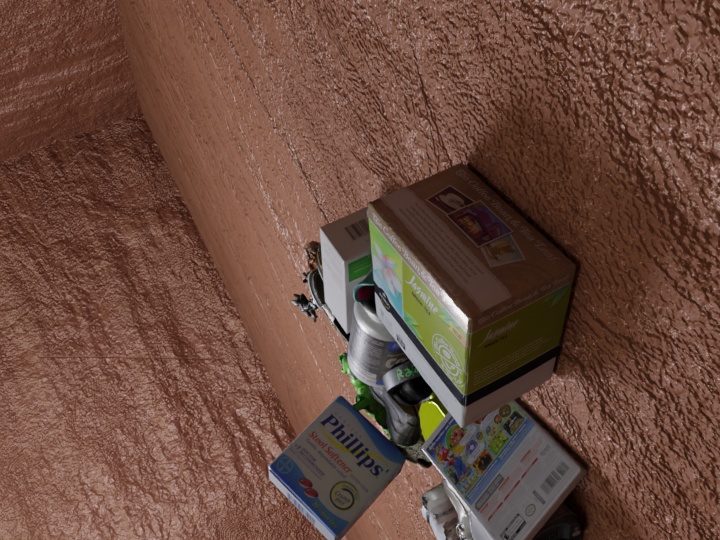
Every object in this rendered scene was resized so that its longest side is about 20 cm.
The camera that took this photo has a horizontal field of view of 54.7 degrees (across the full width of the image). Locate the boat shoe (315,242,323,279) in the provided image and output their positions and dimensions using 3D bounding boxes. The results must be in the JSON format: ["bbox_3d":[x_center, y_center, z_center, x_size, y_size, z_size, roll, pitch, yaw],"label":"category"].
[{"bbox_3d":[-0.028,0.029,1.294,0.202,0.071,0.061,56,165,31],"label":"boat shoe"}]

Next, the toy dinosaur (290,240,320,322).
[{"bbox_3d":[-0.074,0.043,1.449,0.136,0.101,0.202,-42,50,55],"label":"toy dinosaur"}]

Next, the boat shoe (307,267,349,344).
[{"bbox_3d":[-0.032,0.080,1.374,0.202,0.071,0.061,55,171,-7],"label":"boat shoe"}]

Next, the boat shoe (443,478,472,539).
[{"bbox_3d":[0.194,0.436,1.169,0.200,0.065,0.072,52,161,23],"label":"boat shoe"}]

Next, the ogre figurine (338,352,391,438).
[{"bbox_3d":[0.023,0.260,1.427,0.120,0.097,0.202,122,134,-83],"label":"ogre figurine"}]

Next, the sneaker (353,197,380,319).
[{"bbox_3d":[0.034,-0.005,0.975,0.201,0.120,0.084,59,144,16],"label":"sneaker"}]

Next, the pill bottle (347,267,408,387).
[{"bbox_3d":[0.042,0.087,1.099,0.114,0.113,0.201,55,154,32],"label":"pill bottle"}]

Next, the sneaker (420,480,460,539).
[{"bbox_3d":[0.169,0.465,1.298,0.115,0.075,0.201,56,165,28],"label":"sneaker"}]

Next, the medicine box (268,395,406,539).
[{"bbox_3d":[-0.045,0.380,1.335,0.182,0.200,0.103,40,155,17],"label":"medicine box"}]

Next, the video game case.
[{"bbox_3d":[0.177,0.244,0.904,0.018,0.144,0.200,29,-169,-41],"label":"video game case"}]

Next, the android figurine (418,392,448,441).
[{"bbox_3d":[0.153,0.272,1.079,0.200,0.041,0.183,54,154,34],"label":"android figurine"}]

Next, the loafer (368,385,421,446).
[{"bbox_3d":[0.069,0.226,1.297,0.201,0.072,0.073,61,143,43],"label":"loafer"}]

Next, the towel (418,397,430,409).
[{"bbox_3d":[0.145,0.263,1.190,0.201,0.023,0.144,64,163,11],"label":"towel"}]

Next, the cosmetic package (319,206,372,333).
[{"bbox_3d":[0.000,0.000,1.135,0.085,0.107,0.201,53,160,33],"label":"cosmetic package"}]

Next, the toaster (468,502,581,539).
[{"bbox_3d":[0.221,0.365,0.950,0.129,0.113,0.201,-130,23,-51],"label":"toaster"}]

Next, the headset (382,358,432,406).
[{"bbox_3d":[0.098,0.141,1.029,0.200,0.123,0.095,44,-154,-68],"label":"headset"}]

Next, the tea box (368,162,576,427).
[{"bbox_3d":[0.115,0.026,0.782,0.200,0.133,0.198,51,157,40],"label":"tea box"}]

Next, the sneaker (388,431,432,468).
[{"bbox_3d":[0.100,0.357,1.371,0.089,0.077,0.200,53,163,11],"label":"sneaker"}]
